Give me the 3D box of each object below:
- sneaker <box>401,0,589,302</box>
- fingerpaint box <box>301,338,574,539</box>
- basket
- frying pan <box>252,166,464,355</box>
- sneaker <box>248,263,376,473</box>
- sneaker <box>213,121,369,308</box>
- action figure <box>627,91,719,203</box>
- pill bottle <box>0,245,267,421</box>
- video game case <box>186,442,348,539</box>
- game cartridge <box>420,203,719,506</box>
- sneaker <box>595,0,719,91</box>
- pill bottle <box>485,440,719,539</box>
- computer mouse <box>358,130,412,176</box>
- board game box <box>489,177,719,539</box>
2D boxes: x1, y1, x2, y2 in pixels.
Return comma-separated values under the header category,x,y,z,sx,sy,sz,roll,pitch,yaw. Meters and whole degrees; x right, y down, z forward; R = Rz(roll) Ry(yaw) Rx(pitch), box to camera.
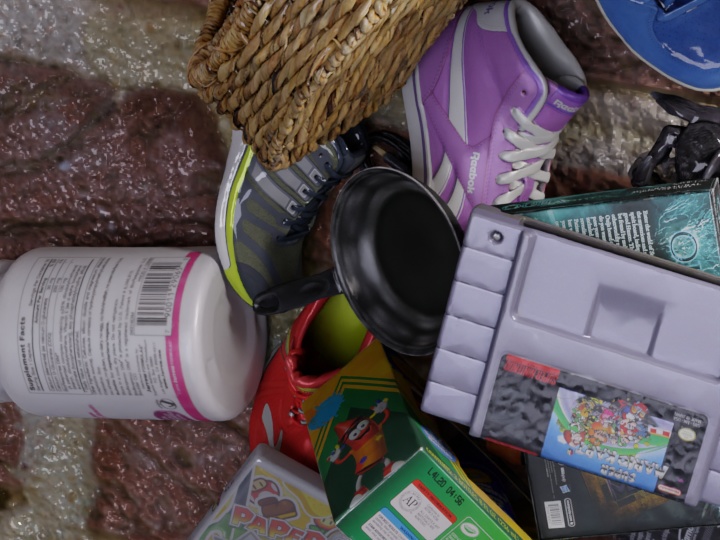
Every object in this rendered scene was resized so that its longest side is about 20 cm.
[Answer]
category,x,y,z,sx,sy,sz,roll,pitch,yaw
sneaker,0.089,-0.061,1.365,0.114,0.072,0.202,-13,89,43
fingerpaint box,0.063,0.156,1.402,0.073,0.167,0.200,-41,111,8
basket,-0.033,-0.171,1.297,0.149,0.143,0.200,51,143,7
frying pan,0.010,0.013,1.389,0.115,0.031,0.190,56,140,15
sneaker,-0.031,0.064,1.489,0.077,0.085,0.201,30,117,10
sneaker,-0.039,-0.062,1.449,0.081,0.074,0.201,17,116,24
action figure,0.201,-0.031,1.352,0.119,0.102,0.201,32,111,15
pill bottle,-0.172,0.041,1.522,0.199,0.113,0.114,0,109,23
video game case,-0.029,0.227,1.550,0.199,0.023,0.182,30,119,-12
game cartridge,0.142,0.052,1.293,0.199,0.038,0.130,17,105,9
sneaker,0.148,-0.174,1.231,0.076,0.111,0.201,-29,102,11
pill bottle,0.179,0.117,1.411,0.199,0.106,0.107,23,116,13
computer mouse,0.081,-0.026,1.439,0.199,0.034,0.059,29,118,11
board game box,0.153,0.053,1.323,0.134,0.028,0.201,-6,105,16
